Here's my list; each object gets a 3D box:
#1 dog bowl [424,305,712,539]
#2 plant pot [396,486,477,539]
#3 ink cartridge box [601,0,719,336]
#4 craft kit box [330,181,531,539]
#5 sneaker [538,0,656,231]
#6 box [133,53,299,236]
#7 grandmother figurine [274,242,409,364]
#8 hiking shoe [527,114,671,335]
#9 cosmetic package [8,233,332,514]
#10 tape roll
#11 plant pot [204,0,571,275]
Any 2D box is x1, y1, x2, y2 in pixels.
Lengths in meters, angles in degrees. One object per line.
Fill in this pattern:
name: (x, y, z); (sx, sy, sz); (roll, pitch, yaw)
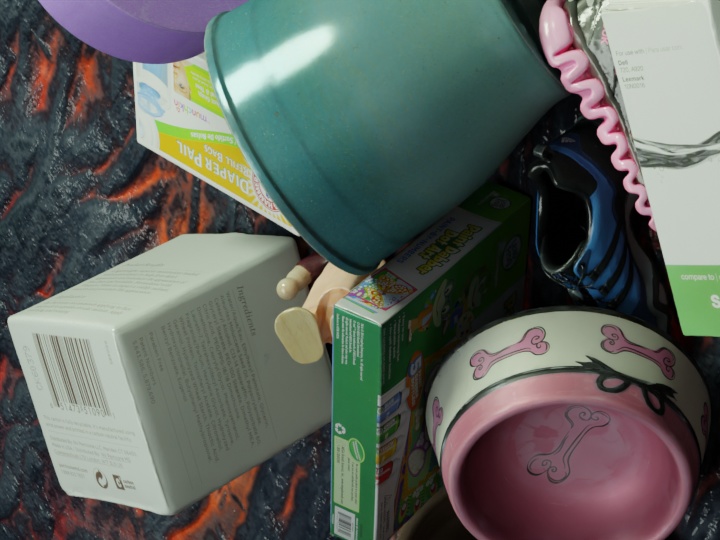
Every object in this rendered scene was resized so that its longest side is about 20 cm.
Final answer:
dog bowl: (0.141, 0.122, 1.344); (0.198, 0.074, 0.201); (2, 130, 2)
plant pot: (0.123, 0.272, 1.484); (0.200, 0.200, 0.175); (39, 155, 29)
ink cartridge box: (0.233, -0.081, 1.136); (0.084, 0.146, 0.201); (1, 113, 49)
craft kit box: (0.050, 0.067, 1.411); (0.048, 0.197, 0.201); (20, 128, 25)
sneaker: (0.197, -0.101, 1.239); (0.095, 0.079, 0.201); (-30, 101, 23)
box: (-0.076, -0.127, 1.527); (0.199, 0.101, 0.113); (30, 133, 37)
grandmother figurine: (0.000, 0.000, 1.458); (0.120, 0.200, 0.061); (7, 118, 7)
hiking shoe: (0.152, -0.004, 1.335); (0.074, 0.086, 0.201); (9, 119, 48)
cosmetic package: (-0.153, 0.080, 1.656); (0.164, 0.199, 0.166); (4, 114, 50)
tape roll: (-0.147, -0.251, 1.392); (0.066, 0.199, 0.201); (-26, 91, 55)
plant pot: (0.030, -0.129, 1.297); (0.187, 0.200, 0.201); (-30, 87, 19)
